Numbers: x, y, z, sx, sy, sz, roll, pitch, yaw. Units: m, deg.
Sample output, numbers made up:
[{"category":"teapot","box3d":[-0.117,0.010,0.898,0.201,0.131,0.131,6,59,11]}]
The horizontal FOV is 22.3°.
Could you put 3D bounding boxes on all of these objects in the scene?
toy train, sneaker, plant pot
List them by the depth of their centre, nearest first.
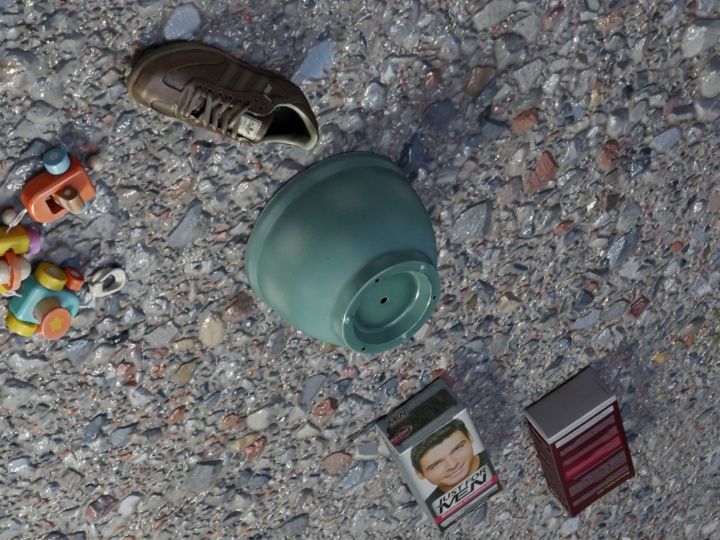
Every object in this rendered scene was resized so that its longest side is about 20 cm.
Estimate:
[{"category":"sneaker","box3d":[-0.117,-0.154,1.663,0.199,0.076,0.071,5,124,-42]},{"category":"toy train","box3d":[-0.278,-0.011,1.685,0.150,0.056,0.201,-29,140,-13]},{"category":"plant pot","box3d":[0.000,0.000,1.861,0.199,0.134,0.201,-23,139,-21]}]

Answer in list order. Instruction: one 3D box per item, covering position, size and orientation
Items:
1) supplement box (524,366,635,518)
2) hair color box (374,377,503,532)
[{"category":"supplement box","box3d":[0.287,0.225,2.371,0.109,0.061,0.200,-32,140,-9]},{"category":"hair color box","box3d":[0.098,0.227,2.218,0.099,0.061,0.200,-35,141,-7]}]
